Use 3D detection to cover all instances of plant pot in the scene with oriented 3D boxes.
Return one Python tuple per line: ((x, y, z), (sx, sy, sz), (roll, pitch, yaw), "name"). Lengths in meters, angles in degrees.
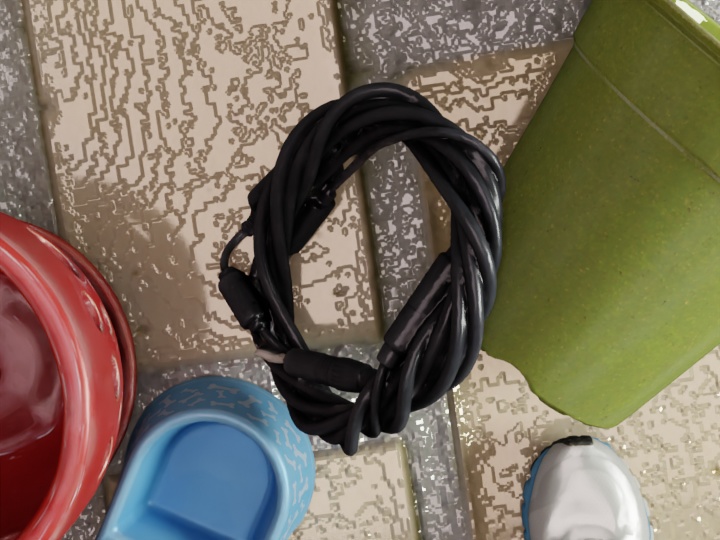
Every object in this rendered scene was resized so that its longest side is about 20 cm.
((0.142, -0.028, 0.740), (0.200, 0.200, 0.190), (39, 107, -1), "plant pot")
((-0.216, 0.057, 0.752), (0.199, 0.183, 0.202), (0, 96, 3), "plant pot")

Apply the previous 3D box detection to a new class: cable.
((0.000, 0.000, 0.744), (0.200, 0.051, 0.164), (-38, 62, 40), "cable")

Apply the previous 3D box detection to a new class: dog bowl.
((-0.100, 0.160, 0.823), (0.111, 0.050, 0.201), (23, 96, 0), "dog bowl")

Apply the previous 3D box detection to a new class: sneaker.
((0.131, 0.192, 0.797), (0.075, 0.087, 0.201), (-6, 93, 5), "sneaker")
